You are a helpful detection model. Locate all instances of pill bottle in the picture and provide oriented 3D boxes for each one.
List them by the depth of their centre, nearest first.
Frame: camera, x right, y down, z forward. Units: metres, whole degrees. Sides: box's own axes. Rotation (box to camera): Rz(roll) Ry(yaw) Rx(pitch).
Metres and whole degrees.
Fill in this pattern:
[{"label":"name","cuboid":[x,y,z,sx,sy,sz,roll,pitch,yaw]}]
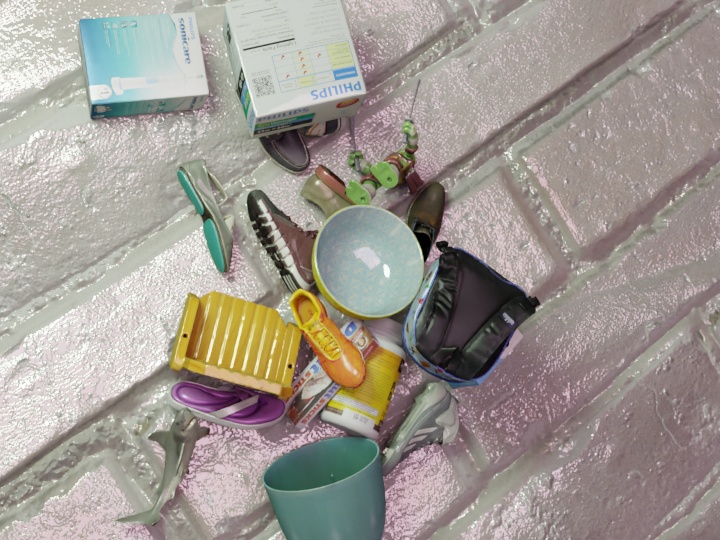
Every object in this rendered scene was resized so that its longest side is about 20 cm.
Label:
[{"label":"pill bottle","cuboid":[0.011,0.182,1.680,0.108,0.109,0.202,24,77,-13]}]

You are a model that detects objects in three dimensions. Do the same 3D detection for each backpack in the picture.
[{"label":"backpack","cuboid":[0.159,0.084,1.588,0.199,0.154,0.192,32,70,-1]}]

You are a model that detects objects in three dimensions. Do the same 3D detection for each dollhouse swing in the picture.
[{"label":"dollhouse swing","cuboid":[-0.191,0.114,1.574,0.198,0.176,0.184,17,68,-14]}]

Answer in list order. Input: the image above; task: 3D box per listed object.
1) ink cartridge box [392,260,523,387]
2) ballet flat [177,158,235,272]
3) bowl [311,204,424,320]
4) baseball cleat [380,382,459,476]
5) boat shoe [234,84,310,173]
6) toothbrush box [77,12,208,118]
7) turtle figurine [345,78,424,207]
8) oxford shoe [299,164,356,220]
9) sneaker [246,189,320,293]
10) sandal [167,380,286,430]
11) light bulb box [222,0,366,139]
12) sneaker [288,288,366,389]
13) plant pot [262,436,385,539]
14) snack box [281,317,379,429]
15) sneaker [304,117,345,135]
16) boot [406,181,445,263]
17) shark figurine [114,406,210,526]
[{"label":"ink cartridge box","cuboid":[0.164,0.091,1.732,0.129,0.125,0.200,-44,97,-18]},{"label":"ballet flat","cuboid":[-0.248,-0.097,1.657,0.063,0.067,0.202,-24,91,-26]},{"label":"bowl","cuboid":[0.000,0.000,1.664,0.197,0.108,0.203,7,68,-18]},{"label":"baseball cleat","cuboid":[0.109,0.298,1.717,0.106,0.070,0.201,40,74,-9]},{"label":"boat shoe","cuboid":[-0.153,-0.260,1.709,0.072,0.063,0.201,-35,94,-18]},{"label":"toothbrush box","cuboid":[-0.368,-0.347,1.640,0.197,0.085,0.149,-10,85,-18]},{"label":"turtle figurine","cuboid":[0.031,-0.211,1.712,0.142,0.194,0.202,1,117,18]},{"label":"oxford shoe","cuboid":[-0.022,-0.099,1.740,0.200,0.071,0.075,43,99,-10]},{"label":"sneaker","cuboid":[-0.113,-0.068,1.699,0.115,0.075,0.202,-32,103,-24]},{"label":"sandal","cuboid":[-0.219,0.217,1.610,0.200,0.050,0.083,8,41,-12]},{"label":"light bulb box","cuboid":[-0.114,-0.351,1.627,0.196,0.125,0.203,-14,83,-11]},{"label":"sneaker","cuboid":[-0.061,0.117,1.603,0.073,0.077,0.200,-44,61,7]},{"label":"plant pot","cuboid":[-0.047,0.390,1.596,0.198,0.200,0.163,-18,102,-19]},{"label":"snack box","cuboid":[-0.055,0.173,1.643,0.200,0.072,0.024,-48,135,6]},{"label":"sneaker","cuboid":[-0.095,-0.338,1.730,0.079,0.078,0.202,-21,91,-25]},{"label":"boot","cuboid":[0.121,-0.077,1.755,0.074,0.097,0.202,26,76,-13]},{"label":"shark figurine","cuboid":[-0.322,0.311,1.587,0.089,0.128,0.217,23,94,12]}]
